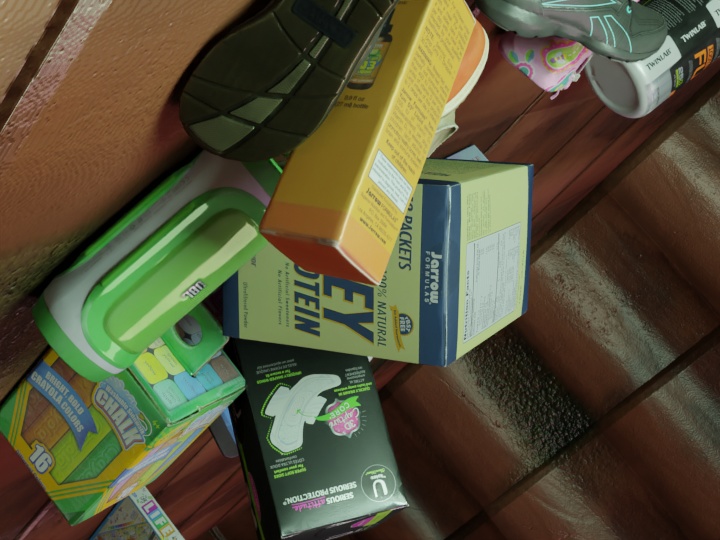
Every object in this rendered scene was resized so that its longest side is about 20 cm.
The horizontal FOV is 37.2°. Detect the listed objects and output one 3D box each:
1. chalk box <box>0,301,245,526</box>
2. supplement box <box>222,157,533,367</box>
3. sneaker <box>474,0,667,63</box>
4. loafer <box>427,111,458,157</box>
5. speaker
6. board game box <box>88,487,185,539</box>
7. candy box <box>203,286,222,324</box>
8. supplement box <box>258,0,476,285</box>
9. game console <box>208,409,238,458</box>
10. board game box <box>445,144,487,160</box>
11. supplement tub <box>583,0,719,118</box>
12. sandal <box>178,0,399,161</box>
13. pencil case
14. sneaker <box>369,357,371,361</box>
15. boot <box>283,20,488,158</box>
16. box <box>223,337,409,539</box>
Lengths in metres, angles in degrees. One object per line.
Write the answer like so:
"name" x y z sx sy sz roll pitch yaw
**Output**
"chalk box" -0.196 0.100 0.927 0.200 0.125 0.124 -46 168 26
"supplement box" 0.019 -0.020 0.887 0.199 0.198 0.136 -21 114 -62
"sneaker" 0.195 -0.232 0.912 0.199 0.076 0.080 4 127 -31
"loafer" 0.031 -0.089 1.094 0.200 0.068 0.076 -43 170 16
"speaker" -0.137 -0.012 0.770 0.200 0.089 0.088 -41 170 2
"board game box" -0.370 0.453 1.777 0.034 0.135 0.200 -29 166 -46
"candy box" -0.138 0.058 1.133 0.200 0.061 0.136 -41 169 -1
"supplement box" 0.009 -0.096 0.690 0.069 0.066 0.201 39 68 -53
"game console" -0.107 0.112 1.319 0.199 0.117 0.176 -35 169 -28
"board game box" 0.053 -0.061 1.376 0.200 0.041 0.200 -29 165 -49
"supplement tub" 0.392 -0.297 1.371 0.200 0.123 0.123 -38 170 -12
"sandal" -0.033 -0.147 0.650 0.200 0.081 0.055 -52 -172 22
"pencil case" 0.220 -0.258 1.012 0.200 0.088 0.087 -48 167 33
"sneaker" 0.000 0.000 1.172 0.099 0.070 0.201 103 -6 -59
"boot" 0.030 -0.156 0.806 0.199 0.075 0.107 -34 164 -25
"box" -0.051 0.152 1.020 0.123 0.202 0.149 -10 161 -16
